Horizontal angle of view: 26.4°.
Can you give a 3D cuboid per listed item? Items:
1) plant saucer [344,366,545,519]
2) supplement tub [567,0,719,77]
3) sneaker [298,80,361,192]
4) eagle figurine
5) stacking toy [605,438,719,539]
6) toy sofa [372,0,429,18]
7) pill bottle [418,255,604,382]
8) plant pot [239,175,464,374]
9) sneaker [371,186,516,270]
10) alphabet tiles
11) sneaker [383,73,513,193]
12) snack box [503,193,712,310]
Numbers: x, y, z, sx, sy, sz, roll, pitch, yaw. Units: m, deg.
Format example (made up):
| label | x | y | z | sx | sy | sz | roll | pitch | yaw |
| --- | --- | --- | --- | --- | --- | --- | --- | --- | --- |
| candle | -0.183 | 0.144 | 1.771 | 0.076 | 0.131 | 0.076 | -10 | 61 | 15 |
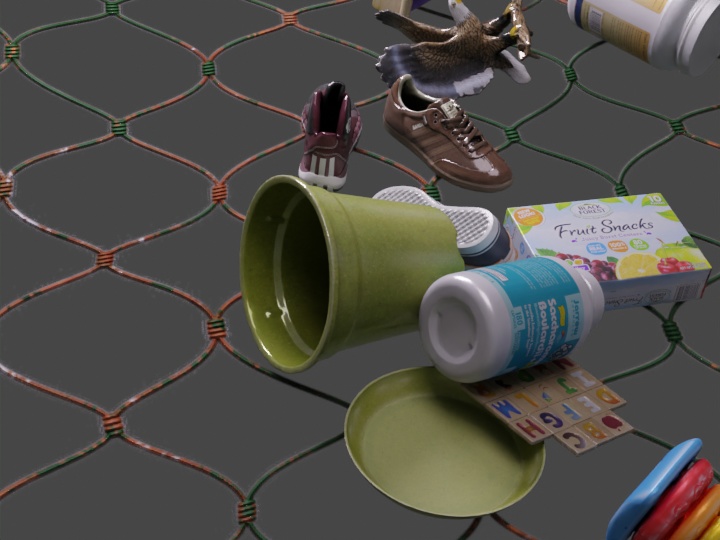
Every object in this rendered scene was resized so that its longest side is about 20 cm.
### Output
| label | x | y | z | sx | sy | sz | roll | pitch | yaw |
| --- | --- | --- | --- | --- | --- | --- | --- | --- | --- |
| plant saucer | 0.081 | 0.174 | 1.510 | 0.199 | 0.031 | 0.200 | 5 | 40 | -4 |
| supplement tub | 0.402 | -0.363 | 2.107 | 0.200 | 0.145 | 0.144 | 33 | 46 | 25 |
| sneaker | -0.031 | -0.195 | 1.852 | 0.075 | 0.116 | 0.200 | 6 | 41 | -4 |
| eagle figurine | 0.125 | -0.300 | 2.021 | 0.199 | 0.151 | 0.152 | -18 | -5 | 12 |
| stacking toy | 0.339 | 0.262 | 1.417 | 0.200 | 0.116 | 0.110 | 40 | 51 | 16 |
| toy sofa | 0.117 | -0.412 | 2.159 | 0.098 | 0.083 | 0.200 | 37 | 47 | 22 |
| pill bottle | 0.163 | 0.045 | 1.574 | 0.200 | 0.111 | 0.111 | -11 | 43 | -42 |
| plant pot | 0.000 | 0.000 | 1.595 | 0.184 | 0.201 | 0.201 | -3 | 40 | -31 |
| sneaker | 0.089 | -0.037 | 1.730 | 0.200 | 0.079 | 0.079 | 19 | 72 | 46 |
| alphabet tiles | 0.178 | 0.118 | 1.578 | 0.166 | 0.006 | 0.200 | -13 | 42 | -45 |
| sneaker | 0.105 | -0.168 | 1.877 | 0.200 | 0.076 | 0.070 | 34 | 46 | 27 |
| snack box | 0.279 | -0.020 | 1.756 | 0.199 | 0.053 | 0.142 | -6 | 41 | -17 |
